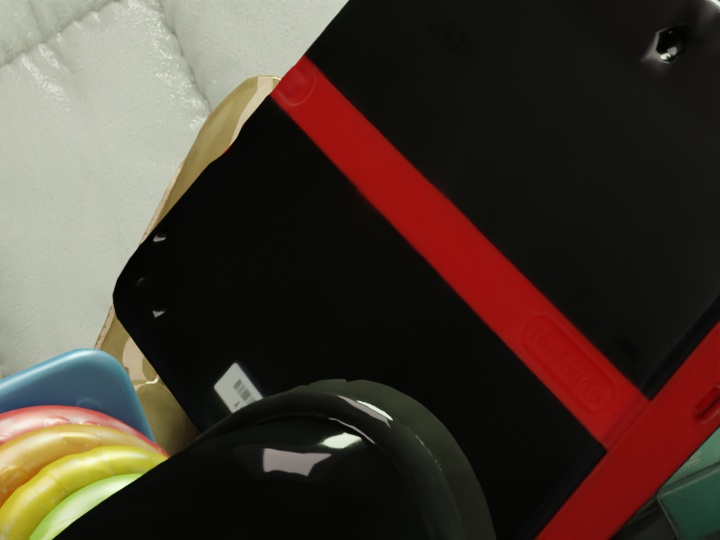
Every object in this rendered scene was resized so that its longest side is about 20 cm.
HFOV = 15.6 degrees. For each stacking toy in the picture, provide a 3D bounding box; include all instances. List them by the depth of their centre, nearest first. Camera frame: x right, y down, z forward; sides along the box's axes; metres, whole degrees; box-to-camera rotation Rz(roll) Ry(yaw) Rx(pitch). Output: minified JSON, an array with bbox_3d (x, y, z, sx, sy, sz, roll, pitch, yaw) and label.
[{"bbox_3d":[-0.064,0.096,0.750,0.110,0.116,0.200,-27,14,-25],"label":"stacking toy"}]

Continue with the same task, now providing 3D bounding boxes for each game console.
[{"bbox_3d":[0.030,-0.008,0.666,0.177,0.031,0.200,-50,38,6],"label":"game console"}]

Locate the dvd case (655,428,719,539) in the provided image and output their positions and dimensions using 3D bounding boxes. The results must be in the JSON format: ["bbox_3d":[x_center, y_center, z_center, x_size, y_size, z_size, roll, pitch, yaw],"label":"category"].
[{"bbox_3d":[0.143,-0.020,0.700,0.146,0.022,0.200,-26,24,20],"label":"dvd case"}]

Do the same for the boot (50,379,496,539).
[{"bbox_3d":[-0.081,0.105,0.567,0.211,0.080,0.158,-35,-8,37],"label":"boot"}]

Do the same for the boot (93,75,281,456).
[{"bbox_3d":[-0.082,0.048,0.980,0.175,0.066,0.200,-44,20,51],"label":"boot"}]
